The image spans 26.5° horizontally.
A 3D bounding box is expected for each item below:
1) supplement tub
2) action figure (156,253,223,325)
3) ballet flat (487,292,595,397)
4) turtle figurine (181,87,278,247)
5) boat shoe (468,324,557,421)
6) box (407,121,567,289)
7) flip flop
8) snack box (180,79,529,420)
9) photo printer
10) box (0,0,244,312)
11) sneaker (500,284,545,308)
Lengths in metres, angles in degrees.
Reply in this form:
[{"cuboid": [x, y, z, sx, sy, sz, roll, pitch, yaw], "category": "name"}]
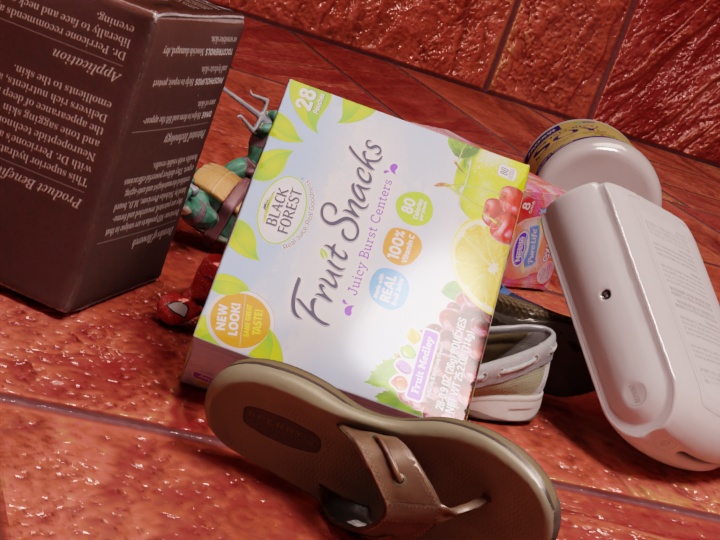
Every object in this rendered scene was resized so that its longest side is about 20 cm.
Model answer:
[{"cuboid": [0.258, -0.095, 1.751, 0.145, 0.146, 0.200, 19, 14, -5], "category": "supplement tub"}, {"cuboid": [-0.032, 0.021, 1.006, 0.199, 0.065, 0.099, -12, 48, -9], "category": "action figure"}, {"cuboid": [0.103, 0.042, 1.115, 0.199, 0.068, 0.046, 19, 28, -26], "category": "ballet flat"}, {"cuboid": [-0.096, -0.063, 1.208, 0.199, 0.101, 0.150, 33, 48, -2], "category": "turtle figurine"}, {"cuboid": [0.053, 0.060, 1.028, 0.201, 0.065, 0.074, 10, 17, -39], "category": "boat shoe"}, {"cuboid": [0.106, -0.068, 1.522, 0.094, 0.103, 0.200, 6, 21, -46], "category": "box"}, {"cuboid": [0.004, 0.105, 0.782, 0.199, 0.081, 0.058, 22, 31, 13], "category": "flip flop"}, {"cuboid": [0.000, 0.000, 0.944, 0.168, 0.068, 0.201, 20, 57, -3], "category": "snack box"}, {"cuboid": [0.216, 0.048, 1.110, 0.166, 0.069, 0.201, 18, 50, -53], "category": "photo printer"}, {"cuboid": [-0.202, -0.103, 1.010, 0.165, 0.201, 0.164, 23, 14, 10], "category": "box"}, {"cuboid": [0.071, 0.000, 1.254, 0.199, 0.083, 0.074, 24, 12, 13], "category": "sneaker"}]
